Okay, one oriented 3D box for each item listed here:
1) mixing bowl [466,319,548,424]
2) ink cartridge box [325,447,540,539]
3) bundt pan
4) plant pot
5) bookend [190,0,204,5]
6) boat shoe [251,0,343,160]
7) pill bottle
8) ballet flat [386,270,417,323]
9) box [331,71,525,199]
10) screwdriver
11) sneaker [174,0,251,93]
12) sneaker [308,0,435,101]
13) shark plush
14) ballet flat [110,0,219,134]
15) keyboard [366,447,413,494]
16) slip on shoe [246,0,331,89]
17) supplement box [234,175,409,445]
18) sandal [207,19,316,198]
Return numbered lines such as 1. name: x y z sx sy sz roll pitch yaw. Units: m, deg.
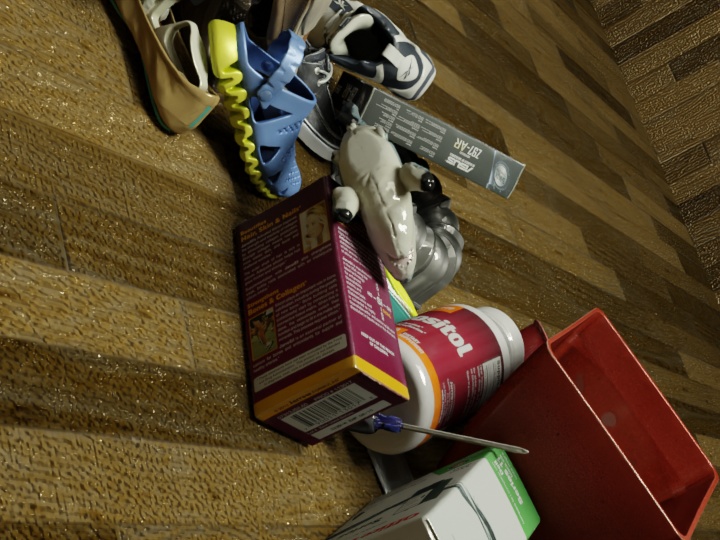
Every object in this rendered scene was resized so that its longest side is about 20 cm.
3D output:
1. mixing bowl: 0.171 0.166 1.269 0.200 0.107 0.203 -16 90 -89
2. ink cartridge box: 0.046 0.229 0.953 0.084 0.145 0.200 63 24 3
3. bundt pan: 0.053 -0.061 1.341 0.202 0.075 0.204 45 31 -36
4. plant pot: 0.190 0.179 1.087 0.201 0.176 0.199 55 25 9
5. bookend: -0.106 -0.324 1.073 0.093 0.197 0.200 58 5 8
6. boat shoe: -0.063 -0.217 1.276 0.202 0.067 0.072 59 25 -10
7. pill bottle: 0.073 0.097 1.129 0.199 0.112 0.114 -16 79 -51
8. ballet flat: 0.000 0.000 1.207 0.201 0.066 0.067 59 3 -15
9. box: 0.072 -0.156 1.327 0.198 0.044 0.160 24 9 -19
10. screwdriver: 0.051 0.142 1.020 0.029 0.197 0.028 80 28 -49
11. sneaker: -0.154 -0.267 1.165 0.070 0.074 0.203 41 52 -58
12. sneaker: -0.014 -0.274 1.330 0.199 0.080 0.129 43 7 25
13. shark plush: 0.002 -0.081 1.058 0.201 0.090 0.084 56 -7 42
14. ballet flat: -0.179 -0.223 1.062 0.068 0.063 0.202 -4 69 -65
15. keyboard: 0.002 0.123 1.139 0.056 0.011 0.202 -3 68 -58
16. slip on shoe: -0.084 -0.235 1.122 0.060 0.200 0.077 -1 69 -24
17. supplement box: -0.037 0.034 1.027 0.085 0.109 0.202 35 36 -46
18. sandal: -0.081 -0.151 1.104 0.201 0.086 0.080 75 4 -46
